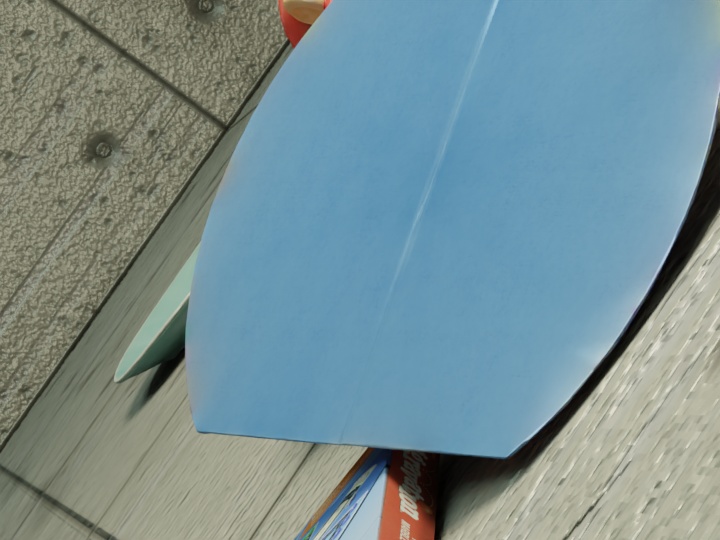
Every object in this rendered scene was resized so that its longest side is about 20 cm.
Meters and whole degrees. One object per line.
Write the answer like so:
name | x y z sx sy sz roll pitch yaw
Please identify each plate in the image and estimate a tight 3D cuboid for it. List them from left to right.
plate | -0.100 -0.001 1.553 0.200 0.026 0.200 -54 8 11

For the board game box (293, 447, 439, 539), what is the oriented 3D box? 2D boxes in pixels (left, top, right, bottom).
board game box | -0.046 0.135 0.611 0.200 0.019 0.103 -53 8 15

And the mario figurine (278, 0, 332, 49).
mario figurine | 0.039 -0.075 0.773 0.200 0.123 0.107 9 80 68

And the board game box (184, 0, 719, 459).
board game box | 0.032 -0.019 0.633 0.200 0.039 0.159 -1 65 51
